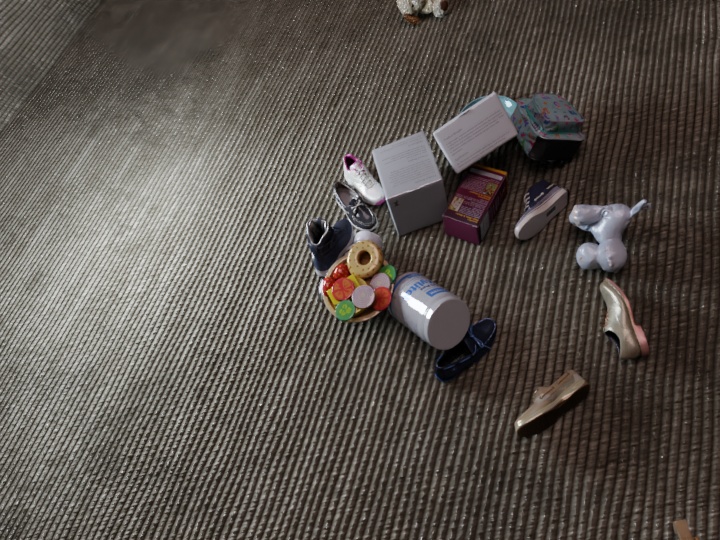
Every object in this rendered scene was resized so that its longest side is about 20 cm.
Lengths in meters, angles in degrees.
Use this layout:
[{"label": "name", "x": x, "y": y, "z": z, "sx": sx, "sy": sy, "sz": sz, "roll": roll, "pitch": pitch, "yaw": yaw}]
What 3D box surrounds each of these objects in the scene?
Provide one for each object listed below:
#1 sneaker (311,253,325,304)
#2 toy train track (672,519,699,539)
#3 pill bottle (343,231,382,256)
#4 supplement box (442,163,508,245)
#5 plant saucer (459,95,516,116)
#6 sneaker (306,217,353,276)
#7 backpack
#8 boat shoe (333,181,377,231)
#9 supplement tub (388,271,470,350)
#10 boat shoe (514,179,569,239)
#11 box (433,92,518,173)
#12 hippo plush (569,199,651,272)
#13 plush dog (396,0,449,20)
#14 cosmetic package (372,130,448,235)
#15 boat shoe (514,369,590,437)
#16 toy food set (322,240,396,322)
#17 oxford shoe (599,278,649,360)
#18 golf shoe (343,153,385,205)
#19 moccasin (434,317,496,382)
[{"label": "sneaker", "x": -0.101, "y": 0.010, "z": 1.705, "sx": 0.103, "sy": 0.076, "sz": 0.203, "roll": 2, "pitch": 49, "yaw": 23}, {"label": "toy train track", "x": 0.626, "y": 0.574, "z": 1.126, "sx": 0.111, "sy": 0.033, "sz": 0.205, "roll": -10, "pitch": 61, "yaw": 3}, {"label": "pill bottle", "x": 0.000, "y": 0.000, "z": 1.648, "sx": 0.108, "sy": 0.112, "sz": 0.204, "roll": 4, "pitch": 59, "yaw": 20}, {"label": "supplement box", "x": 0.321, "y": -0.186, "z": 1.682, "sx": 0.108, "sy": 0.086, "sz": 0.202, "roll": 20, "pitch": 65, "yaw": 27}, {"label": "plant saucer", "x": 0.397, "y": -0.453, "z": 1.864, "sx": 0.194, "sy": 0.036, "sz": 0.205, "roll": -9, "pitch": 56, "yaw": 13}, {"label": "sneaker", "x": -0.081, "y": -0.107, "z": 1.653, "sx": 0.075, "sy": 0.148, "sz": 0.205, "roll": 5, "pitch": 47, "yaw": 22}, {"label": "backpack", "x": 0.519, "y": -0.414, "z": 1.723, "sx": 0.173, "sy": 0.153, "sz": 0.202, "roll": -4, "pitch": 43, "yaw": -23}, {"label": "boat shoe", "x": -0.018, "y": -0.195, "z": 1.812, "sx": 0.073, "sy": 0.061, "sz": 0.201, "roll": -32, "pitch": 54, "yaw": -6}, {"label": "supplement tub", "x": 0.162, "y": 0.095, "z": 1.486, "sx": 0.131, "sy": 0.133, "sz": 0.199, "roll": -40, "pitch": 31, "yaw": -11}, {"label": "boat shoe", "x": 0.466, "y": -0.166, "z": 1.640, "sx": 0.198, "sy": 0.076, "sz": 0.092, "roll": -36, "pitch": 47, "yaw": -17}, {"label": "box", "x": 0.317, "y": -0.383, "z": 1.703, "sx": 0.196, "sy": 0.200, "sz": 0.133, "roll": -31, "pitch": 97, "yaw": 12}, {"label": "hippo plush", "x": 0.617, "y": -0.077, "z": 1.508, "sx": 0.196, "sy": 0.158, "sz": 0.166, "roll": 0, "pitch": 87, "yaw": 35}, {"label": "plush dog", "x": 0.208, "y": -1.006, "z": 2.223, "sx": 0.169, "sy": 0.204, "sz": 0.160, "roll": -26, "pitch": 19, "yaw": -13}, {"label": "cosmetic package", "x": 0.144, "y": -0.247, "z": 1.729, "sx": 0.163, "sy": 0.168, "sz": 0.204, "roll": -18, "pitch": 53, "yaw": 6}, {"label": "boat shoe", "x": 0.416, "y": 0.295, "z": 1.352, "sx": 0.197, "sy": 0.073, "sz": 0.065, "roll": -33, "pitch": 45, "yaw": -8}, {"label": "toy food set", "x": -0.004, "y": 0.036, "z": 1.528, "sx": 0.197, "sy": 0.049, "sz": 0.200, "roll": -32, "pitch": 60, "yaw": -1}, {"label": "oxford shoe", "x": 0.594, "y": 0.111, "z": 1.412, "sx": 0.072, "sy": 0.071, "sz": 0.204, "roll": -19, "pitch": 54, "yaw": 8}, {"label": "golf shoe", "x": 0.004, "y": -0.276, "z": 1.841, "sx": 0.075, "sy": 0.092, "sz": 0.200, "roll": -36, "pitch": 56, "yaw": -10}, {"label": "moccasin", "x": 0.260, "y": 0.189, "z": 1.468, "sx": 0.080, "sy": 0.069, "sz": 0.200, "roll": 35, "pitch": 73, "yaw": 33}]
